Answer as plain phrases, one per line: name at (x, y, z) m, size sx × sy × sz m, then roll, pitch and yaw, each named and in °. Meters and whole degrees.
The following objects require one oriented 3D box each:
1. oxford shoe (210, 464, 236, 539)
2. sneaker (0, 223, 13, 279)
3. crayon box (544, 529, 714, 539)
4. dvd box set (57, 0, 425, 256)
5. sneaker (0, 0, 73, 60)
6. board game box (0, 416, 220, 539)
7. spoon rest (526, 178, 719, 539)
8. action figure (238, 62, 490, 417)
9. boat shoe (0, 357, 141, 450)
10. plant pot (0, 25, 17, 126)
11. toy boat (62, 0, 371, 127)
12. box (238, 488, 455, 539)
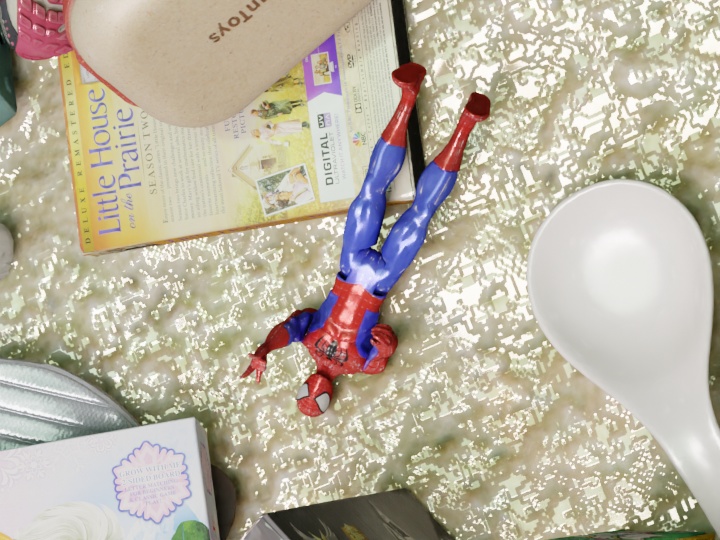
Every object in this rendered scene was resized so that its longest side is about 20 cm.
oxford shoe at (-0.138, 0.190, 1.580) m, size 0.071 × 0.071 × 0.200 m, roll 36°, pitch 83°, yaw 16°
sneaker at (-0.290, 0.006, 1.637) m, size 0.199 × 0.076 × 0.081 m, roll -24°, pitch 68°, yaw 14°
crayon box at (0.126, 0.217, 1.414) m, size 0.058 × 0.200 × 0.174 m, roll 3°, pitch 88°, yaw 18°
dvd box set at (-0.068, -0.094, 1.585) m, size 0.199 × 0.029 × 0.147 m, roll -10°, pitch 84°, yaw 17°
sneaker at (-0.187, -0.202, 1.602) m, size 0.074 × 0.080 × 0.201 m, roll -26°, pitch 57°, yaw 29°
board game box at (-0.167, 0.193, 1.525) m, size 0.199 × 0.041 × 0.201 m, roll -11°, pitch 74°, yaw 3°
spoon rest at (0.157, 0.046, 1.487) m, size 0.099 × 0.061 × 0.201 m, roll -31°, pitch 79°, yaw 14°
action figure at (0.000, 0.000, 1.507) m, size 0.065 × 0.099 × 0.201 m, roll 25°, pitch 115°, yaw 7°
boat shoe at (-0.209, 0.078, 1.606) m, size 0.199 × 0.062 × 0.072 m, roll 20°, pitch 86°, yaw 1°
plant pot at (-0.301, -0.118, 1.601) m, size 0.199 × 0.141 × 0.142 m, roll -14°, pitch 67°, yaw 9°
toy boat at (-0.071, -0.182, 1.527) m, size 0.200 × 0.130 × 0.131 m, roll -38°, pitch 46°, yaw 11°
box at (0.028, 0.186, 1.449) m, size 0.158 × 0.200 × 0.048 m, roll 46°, pitch 105°, yaw 16°
